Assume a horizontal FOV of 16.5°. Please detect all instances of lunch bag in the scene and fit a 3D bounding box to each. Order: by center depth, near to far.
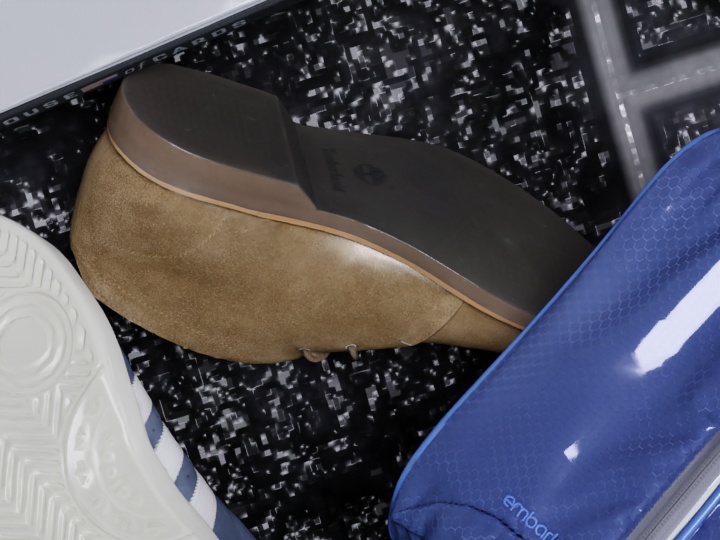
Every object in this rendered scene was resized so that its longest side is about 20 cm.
[{"bbox_3d":[0.126,0.064,0.772,0.200,0.136,0.132,-49,58,1],"label":"lunch bag"}]

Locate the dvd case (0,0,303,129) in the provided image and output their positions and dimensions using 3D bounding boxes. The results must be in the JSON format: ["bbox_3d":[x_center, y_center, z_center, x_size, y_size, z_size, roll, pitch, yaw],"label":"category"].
[{"bbox_3d":[-0.100,-0.130,0.773,0.199,0.025,0.151,-23,82,1],"label":"dvd case"}]

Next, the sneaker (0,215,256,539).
[{"bbox_3d":[-0.084,0.073,0.800,0.075,0.085,0.201,-32,73,1],"label":"sneaker"}]

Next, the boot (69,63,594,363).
[{"bbox_3d":[0.000,0.000,0.821,0.199,0.074,0.076,20,120,-17],"label":"boot"}]
